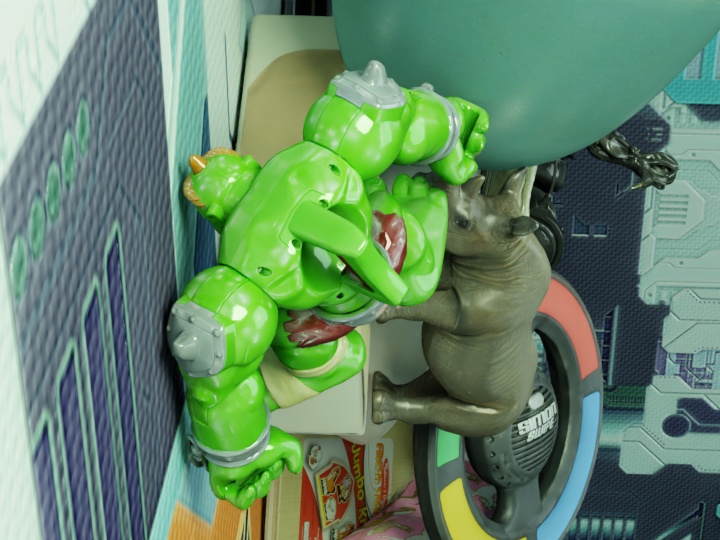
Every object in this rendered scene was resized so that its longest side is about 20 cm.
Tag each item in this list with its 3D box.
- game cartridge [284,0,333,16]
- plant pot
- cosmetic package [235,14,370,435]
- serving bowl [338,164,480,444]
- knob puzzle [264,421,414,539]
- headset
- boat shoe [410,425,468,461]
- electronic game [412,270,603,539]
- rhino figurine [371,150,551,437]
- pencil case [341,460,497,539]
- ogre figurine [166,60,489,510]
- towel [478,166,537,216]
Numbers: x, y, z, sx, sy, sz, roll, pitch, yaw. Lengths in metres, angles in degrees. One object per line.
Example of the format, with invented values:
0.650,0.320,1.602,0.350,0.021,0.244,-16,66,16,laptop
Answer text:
-0.030,-0.172,1.116,0.133,0.040,0.200,109,-17,-87,game cartridge
0.076,-0.145,0.798,0.161,0.200,0.201,122,-20,-43,plant pot
-0.028,-0.025,0.854,0.105,0.071,0.200,88,4,-57,cosmetic package
0.000,0.000,0.986,0.200,0.066,0.200,-161,-90,-75,serving bowl
-0.009,0.172,1.097,0.220,0.030,0.220,1,89,-57,knob puzzle
0.113,-0.045,1.066,0.200,0.094,0.124,-36,-141,58,headset
0.071,0.105,1.156,0.071,0.064,0.200,49,-28,24,boat shoe
0.095,0.096,1.021,0.200,0.042,0.200,-10,103,-51,electronic game
0.051,0.013,0.828,0.060,0.087,0.200,-87,179,-46,rhino figurine
0.023,0.189,1.039,0.200,0.086,0.083,-27,91,-54,pencil case
-0.016,-0.007,0.687,0.098,0.200,0.120,49,-4,28,ogre figurine
0.075,-0.070,0.994,0.193,0.035,0.200,149,-42,-68,towel
